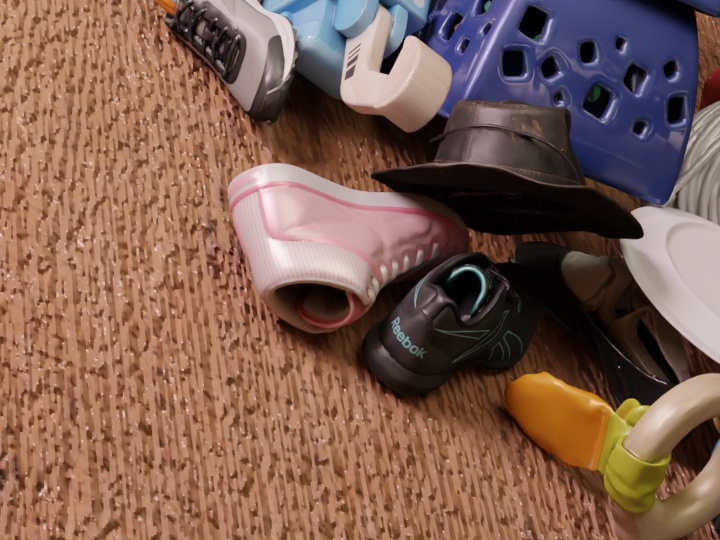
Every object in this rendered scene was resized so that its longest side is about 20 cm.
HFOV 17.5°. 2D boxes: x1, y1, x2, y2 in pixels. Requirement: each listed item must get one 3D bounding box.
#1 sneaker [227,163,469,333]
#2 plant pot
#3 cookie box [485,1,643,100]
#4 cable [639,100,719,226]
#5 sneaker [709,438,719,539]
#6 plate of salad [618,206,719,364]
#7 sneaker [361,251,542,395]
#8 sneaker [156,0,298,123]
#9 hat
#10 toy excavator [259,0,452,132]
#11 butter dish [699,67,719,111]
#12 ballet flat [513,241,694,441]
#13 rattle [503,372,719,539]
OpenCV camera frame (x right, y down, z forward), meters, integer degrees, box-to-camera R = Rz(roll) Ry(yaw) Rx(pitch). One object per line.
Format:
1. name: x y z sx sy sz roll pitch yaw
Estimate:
1. sneaker: 0.000 0.000 1.565 0.199 0.075 0.105 14 51 -41
2. plant pot: 0.146 -0.179 1.763 0.199 0.181 0.200 18 8 -25
3. cookie box: 0.187 -0.230 2.028 0.199 0.075 0.172 25 35 -17
4. cable: 0.315 -0.038 1.819 0.200 0.069 0.200 39 73 -12
5. sneaker: 0.305 0.196 1.617 0.082 0.073 0.201 22 37 -50
6. plate of salad: 0.265 0.029 1.686 0.199 0.048 0.201 26 30 -16
7. sneaker: 0.081 0.027 1.596 0.075 0.079 0.200 44 31 12
8. sneaker: -0.103 -0.175 1.697 0.079 0.074 0.201 1 39 -30
9. hat: 0.106 -0.079 1.614 0.200 0.200 0.082 15 79 -31
10. toy excavator: -0.002 -0.165 1.692 0.100 0.194 0.201 33 52 -33
11. butter dish: 0.348 -0.105 1.972 0.199 0.147 0.202 -7 93 -48
12. ballet flat: 0.189 0.036 1.695 0.068 0.069 0.200 -7 52 -46
13. rattle: 0.224 0.091 1.588 0.200 0.131 0.143 -35 31 -18
